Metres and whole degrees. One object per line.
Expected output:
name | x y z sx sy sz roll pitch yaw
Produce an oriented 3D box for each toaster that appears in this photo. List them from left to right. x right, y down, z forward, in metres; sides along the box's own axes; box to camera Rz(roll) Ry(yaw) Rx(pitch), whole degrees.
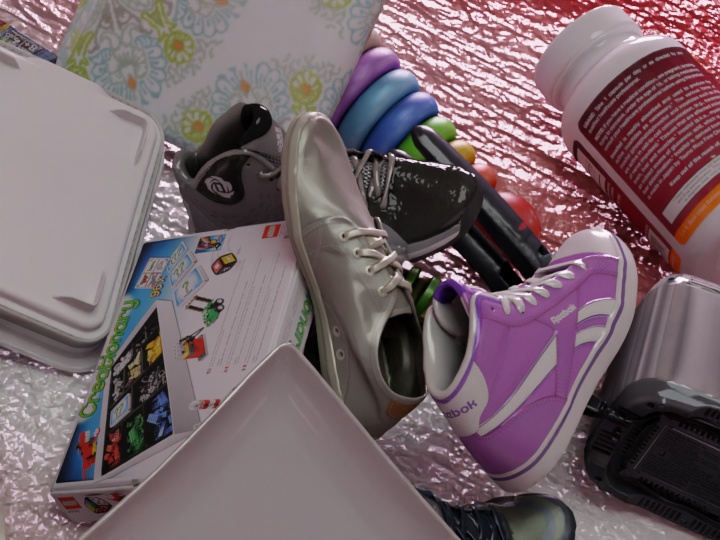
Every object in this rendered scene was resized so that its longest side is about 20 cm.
toaster | 0.228 0.090 1.393 0.199 0.114 0.130 23 43 -4

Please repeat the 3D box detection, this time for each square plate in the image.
square plate | -0.049 0.178 1.190 0.200 0.028 0.198 -43 99 -18

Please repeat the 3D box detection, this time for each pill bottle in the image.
pill bottle | 0.217 -0.093 1.550 0.112 0.113 0.200 -22 60 -33

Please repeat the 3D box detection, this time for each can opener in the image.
can opener | 0.092 -0.012 1.434 0.201 0.063 0.079 56 23 2

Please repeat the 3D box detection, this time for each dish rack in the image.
dish rack | -0.208 -0.051 1.363 0.171 0.044 0.201 24 55 -18

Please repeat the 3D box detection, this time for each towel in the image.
towel | -0.097 -0.165 1.477 0.199 0.172 0.048 25 2 12

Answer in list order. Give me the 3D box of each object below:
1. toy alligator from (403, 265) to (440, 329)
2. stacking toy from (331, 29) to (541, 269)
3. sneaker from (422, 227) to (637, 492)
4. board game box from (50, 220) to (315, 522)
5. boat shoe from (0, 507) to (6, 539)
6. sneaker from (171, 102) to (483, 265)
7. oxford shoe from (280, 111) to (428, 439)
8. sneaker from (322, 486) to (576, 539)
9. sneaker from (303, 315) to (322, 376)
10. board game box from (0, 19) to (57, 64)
toy alligator | -0.001 0.005 1.426 0.199 0.054 0.059 28 46 5
stacking toy | 0.047 -0.078 1.506 0.200 0.086 0.085 42 49 11
sneaker | 0.101 0.023 1.329 0.114 0.072 0.201 47 46 -23
board game box | -0.099 0.057 1.302 0.125 0.035 0.201 -7 46 26
boat shoe | -0.239 0.107 1.243 0.057 0.067 0.201 4 52 -23
sneaker | -0.028 -0.059 1.373 0.198 0.116 0.075 -6 49 14
oxford shoe | 0.000 0.000 1.308 0.075 0.057 0.202 -5 81 -55
sneaker | 0.046 0.165 1.282 0.199 0.081 0.074 -11 55 -28
sneaker | -0.023 0.095 1.328 0.087 0.076 0.201 20 48 -14
board game box | -0.337 -0.120 1.411 0.199 0.062 0.200 31 46 9
